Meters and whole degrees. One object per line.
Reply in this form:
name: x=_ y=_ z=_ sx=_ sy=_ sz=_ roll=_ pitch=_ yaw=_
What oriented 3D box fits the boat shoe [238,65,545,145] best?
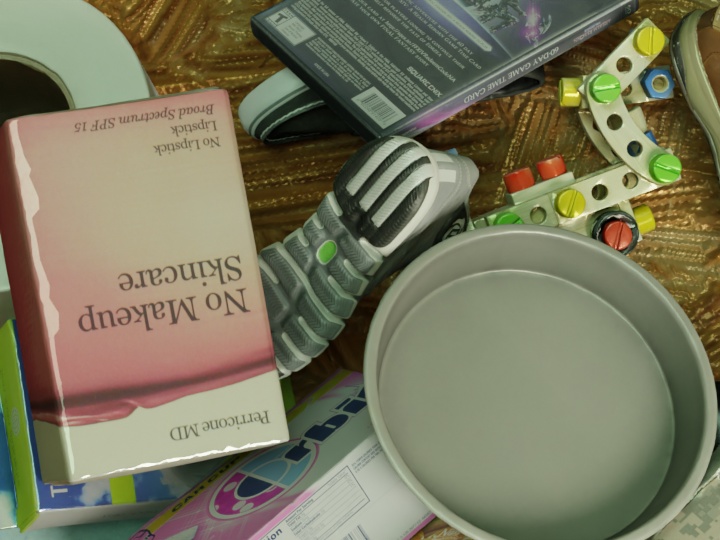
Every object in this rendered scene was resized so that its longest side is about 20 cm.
boat shoe: x=0.022 y=-0.116 z=1.361 sx=0.199 sy=0.069 sz=0.057 roll=-19 pitch=71 yaw=-1

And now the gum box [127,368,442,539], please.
gum box: x=-0.043 y=0.145 z=1.218 sx=0.200 sy=0.113 sz=0.066 roll=-39 pitch=110 yaw=-21

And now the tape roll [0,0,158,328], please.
tape roll: x=-0.213 y=-0.062 z=1.337 sx=0.202 sy=0.139 sz=0.203 roll=-2 pitch=73 yaw=7

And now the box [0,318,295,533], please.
box: x=-0.136 y=0.087 z=1.281 sx=0.199 sy=0.048 sz=0.122 roll=-2 pitch=70 yaw=-28

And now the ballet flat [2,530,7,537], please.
ballet flat: x=-0.230 y=0.205 z=1.305 sx=0.069 sy=0.069 sz=0.201 roll=-4 pitch=69 yaw=6

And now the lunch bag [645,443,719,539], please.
lunch bag: x=0.257 y=0.172 z=1.194 sx=0.164 sy=0.118 sz=0.200 roll=-44 pitch=97 yaw=-7

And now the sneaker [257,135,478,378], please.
sneaker: x=0.000 y=0.000 z=1.270 sx=0.200 sy=0.115 sz=0.075 roll=-43 pitch=69 yaw=28

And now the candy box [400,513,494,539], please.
candy box: x=-0.001 y=0.200 z=1.207 sx=0.200 sy=0.116 sz=0.055 roll=-24 pitch=112 yaw=24

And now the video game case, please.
video game case: x=0.052 y=-0.160 z=1.334 sx=0.200 sy=0.019 sz=0.143 roll=-29 pitch=51 yaw=-20

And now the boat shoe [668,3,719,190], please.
boat shoe: x=0.256 y=-0.072 z=1.283 sx=0.074 sy=0.076 sz=0.201 roll=-23 pitch=93 yaw=38

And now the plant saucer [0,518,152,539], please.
plant saucer: x=-0.168 y=0.139 z=1.294 sx=0.200 sy=0.039 sz=0.202 roll=10 pitch=64 yaw=-21

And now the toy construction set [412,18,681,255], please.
toy construction set: x=0.112 y=-0.063 z=1.320 sx=0.199 sy=0.092 sz=0.132 roll=-19 pitch=96 yaw=9

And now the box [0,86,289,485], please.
box: x=-0.126 y=0.011 z=1.190 sx=0.127 sy=0.109 sz=0.201 roll=-10 pitch=87 yaw=-16

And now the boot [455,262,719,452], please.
boot: x=0.143 y=0.073 z=1.263 sx=0.167 sy=0.076 sz=0.201 roll=-4 pitch=97 yaw=7

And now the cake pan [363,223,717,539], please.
cake pan: x=0.096 y=0.070 z=1.178 sx=0.199 sy=0.037 sz=0.201 roll=5 pitch=62 yaw=-9
